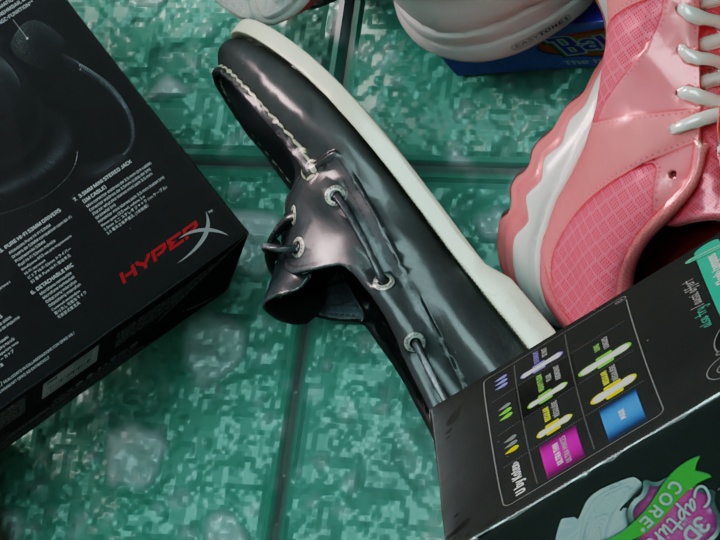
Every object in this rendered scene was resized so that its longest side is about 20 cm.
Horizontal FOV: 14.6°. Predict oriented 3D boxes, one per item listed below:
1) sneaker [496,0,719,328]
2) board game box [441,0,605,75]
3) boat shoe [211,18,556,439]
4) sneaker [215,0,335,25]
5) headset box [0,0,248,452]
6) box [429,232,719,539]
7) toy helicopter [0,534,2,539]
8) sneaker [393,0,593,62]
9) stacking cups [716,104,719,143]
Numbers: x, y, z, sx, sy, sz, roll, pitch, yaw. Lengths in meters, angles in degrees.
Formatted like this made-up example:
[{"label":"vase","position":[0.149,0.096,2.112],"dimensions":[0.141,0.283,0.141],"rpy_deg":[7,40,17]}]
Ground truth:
[{"label":"sneaker","position":[0.107,-0.055,0.870],"dimensions":[0.087,0.074,0.200],"rpy_deg":[-126,43,-52]},{"label":"board game box","position":[0.104,-0.171,0.971],"dimensions":[0.152,0.045,0.200],"rpy_deg":[-3,72,19]},{"label":"boat shoe","position":[0.000,0.001,0.939],"dimensions":[0.066,0.075,0.199],"rpy_deg":[-38,73,-7]},{"label":"sneaker","position":[-0.024,-0.188,0.983],"dimensions":[0.077,0.082,0.200],"rpy_deg":[8,103,40]},{"label":"headset box","position":[-0.158,-0.039,0.954],"dimensions":[0.149,0.077,0.200],"rpy_deg":[-37,82,-16]},{"label":"box","position":[0.140,0.066,0.806],"dimensions":[0.200,0.124,0.149],"rpy_deg":[-32,105,8]},{"label":"toy helicopter","position":[-0.134,0.135,0.959],"dimensions":[0.132,0.079,0.200],"rpy_deg":[-35,54,17]},{"label":"sneaker","position":[0.087,-0.145,0.889],"dimensions":[0.200,0.100,0.075],"rpy_deg":[-39,63,4]},{"label":"stacking cups","position":[0.177,-0.094,0.855],"dimensions":[0.060,0.061,0.200],"rpy_deg":[22,48,25]}]
